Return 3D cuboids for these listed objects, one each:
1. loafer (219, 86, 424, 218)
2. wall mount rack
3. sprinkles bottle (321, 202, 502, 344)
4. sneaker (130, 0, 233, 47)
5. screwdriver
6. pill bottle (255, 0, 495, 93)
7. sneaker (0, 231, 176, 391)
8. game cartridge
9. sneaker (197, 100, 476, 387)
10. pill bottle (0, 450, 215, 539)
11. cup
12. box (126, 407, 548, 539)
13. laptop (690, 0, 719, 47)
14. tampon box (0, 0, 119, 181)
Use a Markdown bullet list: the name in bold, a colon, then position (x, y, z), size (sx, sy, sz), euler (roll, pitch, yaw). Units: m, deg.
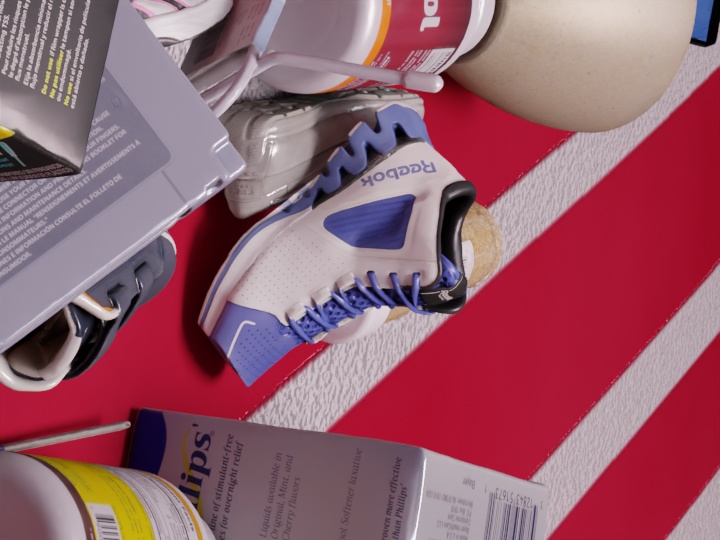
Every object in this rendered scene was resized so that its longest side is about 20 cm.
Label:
- **loafer**: position (-0.026, -0.080, 1.413), size (0.199, 0.069, 0.071), euler (-18, 115, -51)
- **wall mount rack**: position (-0.030, -0.131, 1.240), size (0.075, 0.173, 0.201), euler (48, 37, -26)
- **sprinkles bottle**: position (0.027, -0.002, 1.513), size (0.200, 0.068, 0.069), euler (-21, 112, -59)
- **sneaker**: position (-0.138, -0.155, 1.190), size (0.200, 0.080, 0.087), euler (-44, 120, -58)
- **screwdriver**: position (-0.187, 0.099, 1.185), size (0.029, 0.028, 0.200), euler (-59, 156, 15)
- **pill bottle**: position (0.006, -0.175, 1.406), size (0.200, 0.112, 0.114), euler (-15, 107, -60)
- **sneaker**: position (-0.156, 0.019, 1.156), size (0.199, 0.079, 0.079), euler (-6, 138, -55)
- **game cartridge**: position (-0.169, -0.046, 1.065), size (0.199, 0.040, 0.134), euler (-37, 94, -22)
- **sneaker**: position (0.001, -0.001, 1.345), size (0.200, 0.115, 0.081), euler (-48, 153, -5)
- **pill bottle**: position (-0.150, 0.157, 1.163), size (0.200, 0.108, 0.110), euler (23, 74, -66)
- **cup**: position (0.116, -0.197, 1.548), size (0.142, 0.199, 0.202), euler (-5, 98, -43)
- **box**: position (-0.016, 0.156, 1.321), size (0.184, 0.198, 0.106), euler (24, 74, -59)
- **laptop**: position (0.228, -0.302, 1.797), size (0.200, 0.102, 0.179), euler (35, 63, -57)
- **tampon box**: position (-0.222, -0.128, 0.924), size (0.199, 0.149, 0.127), euler (25, 70, -46)
